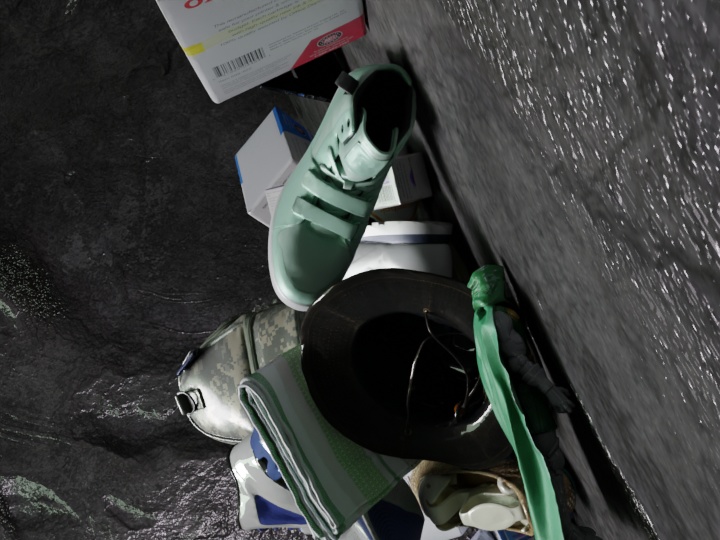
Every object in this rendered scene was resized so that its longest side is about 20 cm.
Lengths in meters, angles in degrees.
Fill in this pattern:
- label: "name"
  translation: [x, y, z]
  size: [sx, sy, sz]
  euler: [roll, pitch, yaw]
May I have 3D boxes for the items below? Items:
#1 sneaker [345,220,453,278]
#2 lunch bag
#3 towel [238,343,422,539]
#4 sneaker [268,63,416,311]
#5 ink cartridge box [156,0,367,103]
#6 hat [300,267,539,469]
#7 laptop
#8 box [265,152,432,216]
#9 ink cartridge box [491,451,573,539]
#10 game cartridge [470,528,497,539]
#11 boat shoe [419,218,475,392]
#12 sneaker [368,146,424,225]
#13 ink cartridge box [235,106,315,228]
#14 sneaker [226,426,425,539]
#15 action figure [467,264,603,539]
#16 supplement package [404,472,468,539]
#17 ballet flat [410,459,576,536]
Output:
- label: "sneaker"
  translation: [0.000, 0.000, 0.972]
  size: [0.199, 0.076, 0.082]
  euler: [-2, 92, 50]
- label: "lunch bag"
  translation: [-0.061, 0.098, 1.067]
  size: [0.199, 0.167, 0.141]
  euler: [-9, -98, -55]
- label: "towel"
  translation: [-0.006, 0.123, 0.941]
  size: [0.199, 0.031, 0.150]
  euler: [-28, -91, -52]
- label: "sneaker"
  translation: [-0.017, -0.065, 0.822]
  size: [0.118, 0.073, 0.202]
  euler: [-162, 91, -81]
- label: "ink cartridge box"
  translation: [-0.079, -0.223, 0.826]
  size: [0.200, 0.144, 0.084]
  euler: [74, 172, -78]
- label: "hat"
  translation: [0.054, 0.062, 0.870]
  size: [0.202, 0.199, 0.081]
  euler: [66, -149, -24]
- label: "laptop"
  translation: [-0.067, -0.209, 1.301]
  size: [0.104, 0.198, 0.178]
  euler: [-63, 36, 31]
- label: "box"
  translation: [-0.015, -0.070, 0.986]
  size: [0.199, 0.038, 0.042]
  euler: [-8, 97, 53]
- label: "ink cartridge box"
  translation: [0.121, 0.153, 1.060]
  size: [0.202, 0.076, 0.136]
  euler: [64, 178, 3]
- label: "game cartridge"
  translation: [0.169, 0.310, 1.091]
  size: [0.133, 0.041, 0.200]
  euler: [31, 174, 24]
- label: "boat shoe"
  translation: [0.080, 0.042, 0.965]
  size: [0.073, 0.063, 0.202]
  euler: [68, 177, -62]
- label: "sneaker"
  translation: [0.016, -0.068, 1.081]
  size: [0.200, 0.078, 0.080]
  euler: [164, 92, -87]
- label: "ink cartridge box"
  translation: [-0.036, -0.076, 1.246]
  size: [0.199, 0.084, 0.146]
  euler: [33, -162, -29]
- label: "sneaker"
  translation: [-0.043, 0.200, 0.968]
  size: [0.199, 0.115, 0.081]
  euler: [42, -138, -19]
- label: "action figure"
  translation: [0.115, 0.093, 0.753]
  size: [0.118, 0.054, 0.202]
  euler: [66, -174, -84]
- label: "supplement package"
  translation: [0.077, 0.209, 1.197]
  size: [0.118, 0.116, 0.200]
  euler: [65, -152, -1]
- label: "ballet flat"
  translation: [0.096, 0.196, 0.952]
  size: [0.199, 0.065, 0.071]
  euler: [-18, 98, 51]
